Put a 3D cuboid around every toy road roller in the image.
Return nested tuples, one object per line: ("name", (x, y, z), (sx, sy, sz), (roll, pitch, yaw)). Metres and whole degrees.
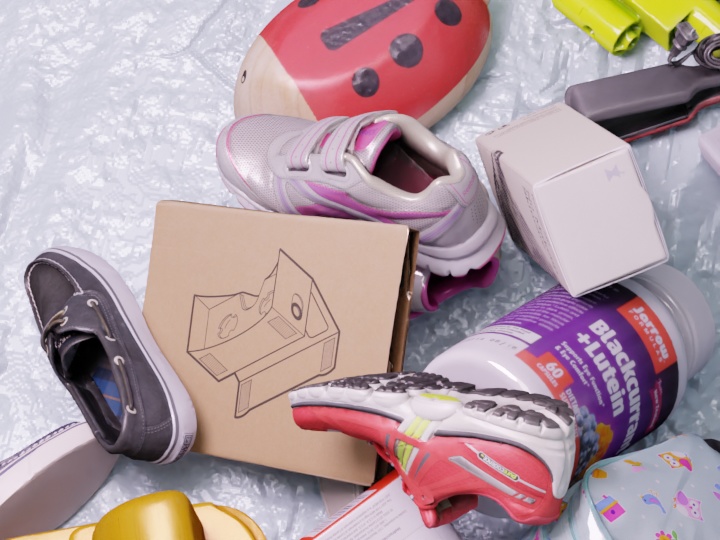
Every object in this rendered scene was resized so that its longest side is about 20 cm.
("toy road roller", (-0.149, 0.204, 1.663), (0.200, 0.146, 0.123), (-11, 64, 2))

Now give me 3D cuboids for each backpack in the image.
("backpack", (0.174, 0.177, 1.607), (0.200, 0.127, 0.167), (-11, 51, -45))

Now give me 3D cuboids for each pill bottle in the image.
("pill bottle", (0.134, 0.066, 1.674), (0.111, 0.112, 0.200), (39, 41, 22))

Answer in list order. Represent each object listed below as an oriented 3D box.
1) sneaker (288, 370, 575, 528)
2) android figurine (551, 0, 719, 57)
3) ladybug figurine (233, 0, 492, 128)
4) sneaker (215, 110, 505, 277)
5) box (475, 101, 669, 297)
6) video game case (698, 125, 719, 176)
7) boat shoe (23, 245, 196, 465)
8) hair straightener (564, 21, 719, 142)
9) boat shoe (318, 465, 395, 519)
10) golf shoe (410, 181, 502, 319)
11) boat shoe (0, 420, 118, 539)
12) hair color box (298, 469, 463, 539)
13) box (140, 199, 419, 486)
("sneaker", (0.035, 0.107, 1.573), (0.200, 0.077, 0.085), (10, 100, 39))
("android figurine", (0.212, -0.234, 1.880), (0.200, 0.041, 0.182), (41, 76, 22))
("ladybug figurine", (0.002, -0.152, 1.851), (0.200, 0.072, 0.136), (-33, 65, -8))
("sneaker", (-0.002, -0.069, 1.730), (0.200, 0.088, 0.081), (15, 54, 17))
("box", (0.132, -0.048, 1.715), (0.068, 0.200, 0.082), (-22, 102, -3))
("video game case", (0.345, -0.069, 1.756), (0.182, 0.023, 0.200), (-27, 42, -5))
("boat shoe", (-0.175, 0.050, 1.759), (0.200, 0.057, 0.069), (50, 121, 38))
("hair straightener", (0.234, -0.133, 1.807), (0.200, 0.077, 0.041), (-13, 55, 4))
("boat shoe", (0.013, 0.148, 1.722), (0.057, 0.067, 0.200), (11, 62, -28))
("golf shoe", (0.000, 0.000, 1.769), (0.200, 0.075, 0.092), (-23, 44, -2))
("boat shoe", (-0.259, 0.144, 1.748), (0.200, 0.075, 0.093), (-36, 58, -17))
("hair color box", (0.044, 0.229, 1.630), (0.101, 0.061, 0.200), (-35, 90, -12))
("box", (-0.059, 0.043, 1.725), (0.200, 0.021, 0.164), (8, 91, 34))
